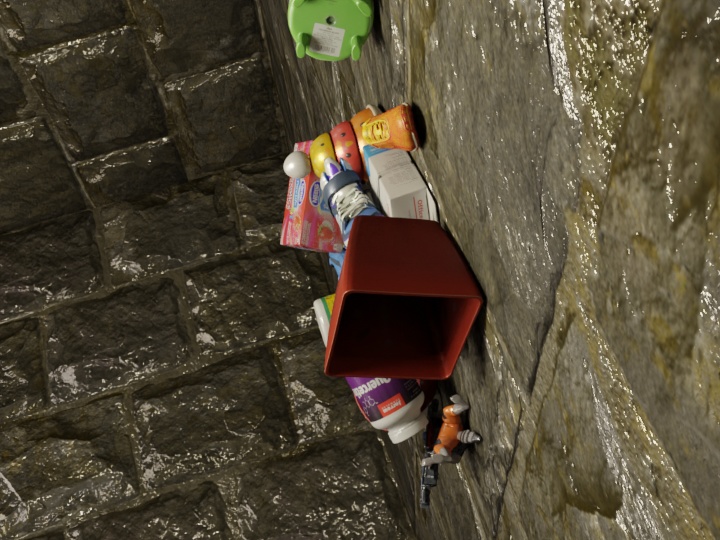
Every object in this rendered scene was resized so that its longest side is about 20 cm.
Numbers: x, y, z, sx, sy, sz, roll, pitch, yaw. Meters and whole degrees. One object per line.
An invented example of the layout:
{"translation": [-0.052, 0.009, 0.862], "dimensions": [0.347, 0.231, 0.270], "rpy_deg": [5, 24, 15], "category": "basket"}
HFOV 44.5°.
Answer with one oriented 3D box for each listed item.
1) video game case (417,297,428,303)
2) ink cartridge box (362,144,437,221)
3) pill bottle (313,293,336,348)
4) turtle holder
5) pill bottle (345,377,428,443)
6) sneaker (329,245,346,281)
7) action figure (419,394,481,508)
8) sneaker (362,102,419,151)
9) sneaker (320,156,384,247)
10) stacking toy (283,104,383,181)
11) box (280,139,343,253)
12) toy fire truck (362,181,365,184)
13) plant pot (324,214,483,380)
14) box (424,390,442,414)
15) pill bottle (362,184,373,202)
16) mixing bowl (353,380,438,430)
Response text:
{"translation": [0.055, 0.034, 1.506], "dimensions": [0.022, 0.201, 0.183], "rpy_deg": [26, -158, -30], "category": "video game case"}
{"translation": [0.067, -0.115, 1.440], "dimensions": [0.201, 0.067, 0.117], "rpy_deg": [-113, 8, -48], "category": "ink cartridge box"}
{"translation": [0.006, 0.089, 1.899], "dimensions": [0.113, 0.197, 0.115], "rpy_deg": [163, 90, -84], "category": "pill bottle"}
{"translation": [-0.051, -0.433, 1.385], "dimensions": [0.133, 0.138, 0.187], "rpy_deg": [-88, -18, -47], "category": "turtle holder"}
{"translation": [0.042, 0.206, 1.597], "dimensions": [0.202, 0.111, 0.112], "rpy_deg": [60, 173, 1], "category": "pill bottle"}
{"translation": [0.000, 0.000, 1.710], "dimensions": [0.200, 0.065, 0.080], "rpy_deg": [37, 116, 50], "category": "sneaker"}
{"translation": [0.161, 0.330, 1.596], "dimensions": [0.194, 0.103, 0.204], "rpy_deg": [77, -161, -72], "category": "action figure"}
{"translation": [0.045, -0.212, 1.360], "dimensions": [0.200, 0.076, 0.074], "rpy_deg": [-162, 57, -81], "category": "sneaker"}
{"translation": [-0.025, -0.120, 1.469], "dimensions": [0.148, 0.080, 0.200], "rpy_deg": [57, -177, -5], "category": "sneaker"}
{"translation": [-0.041, -0.204, 1.582], "dimensions": [0.146, 0.197, 0.149], "rpy_deg": [163, 90, -84], "category": "stacking toy"}
{"translation": [-0.081, -0.139, 1.674], "dimensions": [0.099, 0.094, 0.204], "rpy_deg": [6, 87, 62], "category": "box"}
{"translation": [-0.005, -0.136, 1.937], "dimensions": [0.201, 0.110, 0.171], "rpy_deg": [88, -177, -63], "category": "toy fire truck"}
{"translation": [0.050, 0.030, 1.309], "dimensions": [0.201, 0.196, 0.178], "rpy_deg": [105, 163, -47], "category": "plant pot"}
{"translation": [0.111, 0.243, 1.909], "dimensions": [0.201, 0.076, 0.096], "rpy_deg": [-113, 9, -50], "category": "box"}
{"translation": [0.024, -0.090, 1.686], "dimensions": [0.200, 0.112, 0.116], "rpy_deg": [-118, 13, -65], "category": "pill bottle"}
{"translation": [0.084, 0.211, 1.755], "dimensions": [0.198, 0.107, 0.204], "rpy_deg": [1, 91, 48], "category": "mixing bowl"}
